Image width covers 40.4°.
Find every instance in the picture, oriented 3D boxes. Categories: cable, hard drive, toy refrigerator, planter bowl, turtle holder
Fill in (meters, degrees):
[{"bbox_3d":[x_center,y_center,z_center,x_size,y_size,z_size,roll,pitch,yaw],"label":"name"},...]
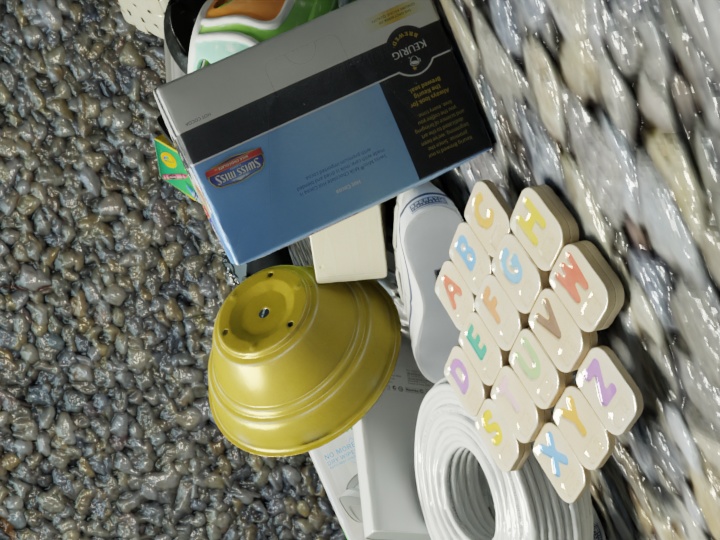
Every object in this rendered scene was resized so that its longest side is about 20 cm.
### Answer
[{"bbox_3d":[0.110,0.178,0.788,0.200,0.069,0.202,161,101,-66],"label":"cable"},{"bbox_3d":[0.055,0.154,0.924,0.026,0.131,0.201,-50,38,47],"label":"hard drive"},{"bbox_3d":[-0.013,-0.073,0.911,0.200,0.069,0.076,-88,-9,-59],"label":"toy refrigerator"},{"bbox_3d":[-0.070,0.057,0.878,0.084,0.200,0.201,54,-177,-45],"label":"planter bowl"},{"bbox_3d":[-0.080,-0.171,0.865,0.186,0.131,0.142,106,178,-68],"label":"turtle holder"}]

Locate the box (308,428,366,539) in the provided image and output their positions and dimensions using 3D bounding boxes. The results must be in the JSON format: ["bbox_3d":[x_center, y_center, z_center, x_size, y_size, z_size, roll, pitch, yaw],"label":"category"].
[{"bbox_3d":[0.050,0.197,1.082,0.097,0.199,0.178,-174,61,-81],"label":"box"}]

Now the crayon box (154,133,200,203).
[{"bbox_3d":[-0.128,-0.116,1.114,0.199,0.118,0.059,32,139,35],"label":"crayon box"}]

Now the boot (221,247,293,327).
[{"bbox_3d":[-0.092,0.009,1.075,0.169,0.076,0.200,70,154,21],"label":"boot"}]

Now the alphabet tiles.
[{"bbox_3d":[0.106,0.045,0.646,0.196,0.014,0.201,62,150,34],"label":"alphabet tiles"}]

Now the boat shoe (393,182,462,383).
[{"bbox_3d":[0.069,0.010,0.855,0.066,0.073,0.201,-110,11,-53],"label":"boat shoe"}]

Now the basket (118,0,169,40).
[{"bbox_3d":[-0.186,-0.364,1.064,0.139,0.200,0.177,36,160,23],"label":"basket"}]

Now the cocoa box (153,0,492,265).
[{"bbox_3d":[-0.030,-0.101,0.709,0.132,0.199,0.133,66,172,-5],"label":"cocoa box"}]

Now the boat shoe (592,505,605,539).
[{"bbox_3d":[0.143,0.180,0.882,0.200,0.065,0.074,-125,13,-58],"label":"boat shoe"}]

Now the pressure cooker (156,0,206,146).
[{"bbox_3d":[-0.118,-0.210,1.035,0.200,0.174,0.180,113,165,-65],"label":"pressure cooker"}]

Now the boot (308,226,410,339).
[{"bbox_3d":[0.000,0.000,0.977,0.199,0.073,0.096,29,122,31],"label":"boot"}]

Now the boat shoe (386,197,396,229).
[{"bbox_3d":[0.020,-0.048,1.052,0.072,0.072,0.201,69,180,-83],"label":"boat shoe"}]
